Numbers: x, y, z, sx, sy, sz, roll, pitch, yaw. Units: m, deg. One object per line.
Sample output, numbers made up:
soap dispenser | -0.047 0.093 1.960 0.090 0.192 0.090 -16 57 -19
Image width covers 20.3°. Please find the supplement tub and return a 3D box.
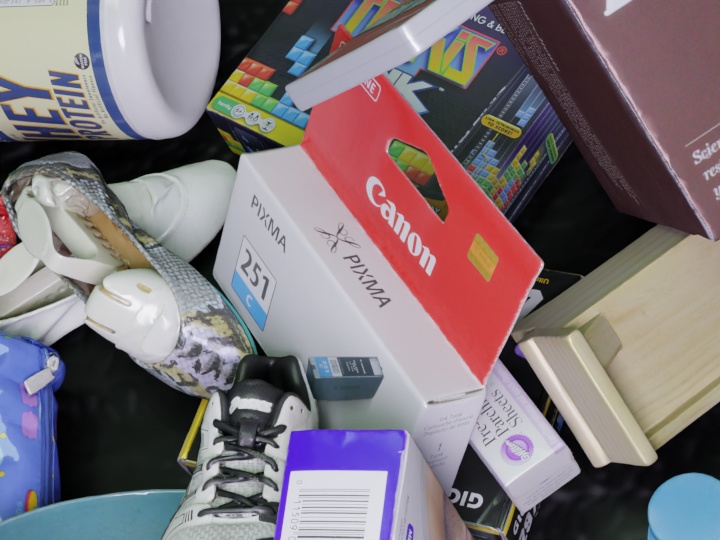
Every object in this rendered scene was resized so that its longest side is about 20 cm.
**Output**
supplement tub | -0.204 -0.154 1.284 0.200 0.145 0.145 0 61 20

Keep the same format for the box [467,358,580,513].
box | 0.045 0.042 1.087 0.041 0.039 0.200 -35 56 -2

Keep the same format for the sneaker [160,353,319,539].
sneaker | -0.061 0.101 1.000 0.076 0.088 0.200 1 17 3

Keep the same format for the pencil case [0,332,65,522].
pencil case | -0.206 0.129 1.156 0.087 0.078 0.200 -26 53 31

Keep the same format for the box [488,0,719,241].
box | 0.185 -0.132 1.069 0.166 0.200 0.164 -33 99 -2

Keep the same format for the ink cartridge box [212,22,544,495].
ink cartridge box | 0.000 0.000 1.053 0.045 0.176 0.200 -13 49 -31

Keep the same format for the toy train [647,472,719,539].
toy train | 0.223 0.174 0.957 0.200 0.116 0.085 32 75 32

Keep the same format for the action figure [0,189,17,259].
action figure | -0.286 0.006 1.233 0.200 0.099 0.065 -41 63 -1

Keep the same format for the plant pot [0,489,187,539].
plant pot | -0.111 0.211 1.026 0.200 0.200 0.135 4 106 21

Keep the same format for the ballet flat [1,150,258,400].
ballet flat | -0.142 0.006 1.145 0.072 0.072 0.200 -41 63 -7

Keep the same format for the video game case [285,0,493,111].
video game case | 0.065 -0.150 0.996 0.200 0.143 0.017 -38 99 -23

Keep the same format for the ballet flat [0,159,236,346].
ballet flat | -0.163 -0.012 1.234 0.200 0.069 0.069 -35 56 -3

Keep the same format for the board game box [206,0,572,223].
board game box | 0.033 -0.112 1.230 0.200 0.057 0.165 27 73 30

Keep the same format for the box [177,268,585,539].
box | 0.018 0.065 1.136 0.200 0.049 0.160 10 63 24

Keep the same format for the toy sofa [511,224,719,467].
toy sofa | 0.184 0.016 1.069 0.200 0.098 0.083 -35 98 -15

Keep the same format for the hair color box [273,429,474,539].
hair color box | 0.016 0.168 0.982 0.065 0.200 0.109 -1 60 17
